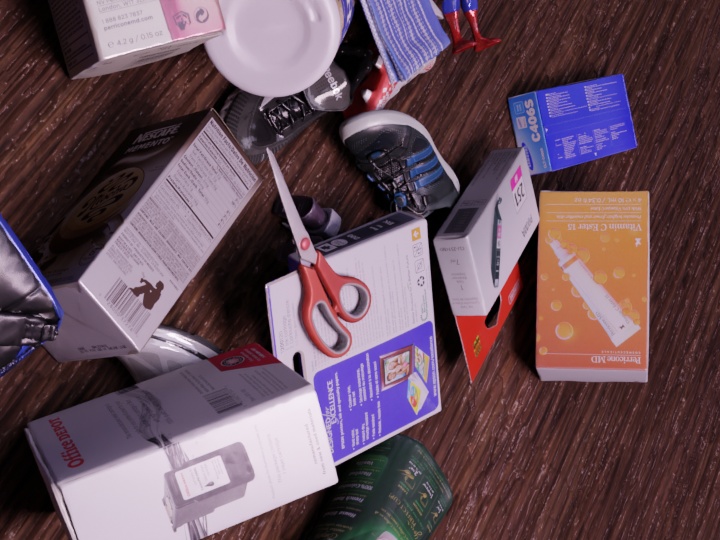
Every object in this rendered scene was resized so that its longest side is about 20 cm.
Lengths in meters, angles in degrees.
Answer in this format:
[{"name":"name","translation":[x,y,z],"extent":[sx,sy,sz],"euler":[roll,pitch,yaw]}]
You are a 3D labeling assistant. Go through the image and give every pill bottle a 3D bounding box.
[{"name":"pill bottle","translation":[-0.064,-0.239,1.182],"extent":[0.120,0.119,0.200],"euler":[61,18,-20]}]

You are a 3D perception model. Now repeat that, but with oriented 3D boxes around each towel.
[{"name":"towel","translation":[0.035,-0.259,1.262],"extent":[0.146,0.024,0.200],"euler":[68,20,-11]}]

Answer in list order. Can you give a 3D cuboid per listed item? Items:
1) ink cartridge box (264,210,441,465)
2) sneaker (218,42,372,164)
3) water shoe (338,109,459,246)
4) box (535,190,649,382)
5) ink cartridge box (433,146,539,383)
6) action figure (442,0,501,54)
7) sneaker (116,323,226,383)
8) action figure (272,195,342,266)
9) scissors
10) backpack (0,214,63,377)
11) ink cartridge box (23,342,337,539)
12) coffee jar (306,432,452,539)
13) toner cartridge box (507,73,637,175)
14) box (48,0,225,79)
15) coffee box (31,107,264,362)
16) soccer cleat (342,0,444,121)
[{"name":"ink cartridge box","translation":[-0.012,0.069,1.214],"extent":[0.199,0.043,0.200],"euler":[-23,116,-40]},{"name":"sneaker","translation":[-0.057,-0.161,1.238],"extent":[0.200,0.090,0.067],"euler":[-45,115,-41]},{"name":"water shoe","translation":[0.049,-0.090,1.324],"extent":[0.200,0.071,0.080],"euler":[33,43,-52]},{"name":"box","translation":[0.261,0.019,1.503],"extent":[0.097,0.123,0.203],"euler":[47,44,-73]},{"name":"ink cartridge box","translation":[0.144,-0.008,1.410],"extent":[0.200,0.043,0.175],"euler":[-54,134,-51]},{"name":"action figure","translation":[0.118,-0.339,1.398],"extent":[0.065,0.098,0.202],"euler":[-16,89,-47]},{"name":"sneaker","translation":[-0.142,0.130,1.112],"extent":[0.200,0.075,0.116],"euler":[41,54,-38]},{"name":"action figure","translation":[0.000,0.000,1.295],"extent":[0.200,0.069,0.131],"euler":[35,52,-42]},{"name":"scissors","translation":[-0.047,-0.008,1.120],"extent":[0.073,0.014,0.201],"euler":[-51,131,-21]},{"name":"backpack","translation":[-0.318,0.022,0.883],"extent":[0.199,0.168,0.163],"euler":[-35,108,-9]},{"name":"ink cartridge box","translation":[-0.138,0.138,1.010],"extent":[0.198,0.145,0.084],"euler":[-20,108,-18]},{"name":"coffee jar","translation":[0.003,0.253,1.239],"extent":[0.200,0.085,0.105],"euler":[-54,124,-38]},{"name":"toner cartridge box","translation":[0.258,-0.177,1.610],"extent":[0.199,0.043,0.096],"euler":[-17,95,-47]},{"name":"box","translation":[-0.196,-0.266,1.060],"extent":[0.108,0.128,0.202],"euler":[-17,98,-21]},{"name":"coffee box","translation":[-0.179,-0.029,1.071],"extent":[0.080,0.112,0.201],"euler":[52,49,-27]},{"name":"soccer cleat","translation":[0.037,-0.213,1.366],"extent":[0.085,0.068,0.202],"euler":[37,54,-32]}]
